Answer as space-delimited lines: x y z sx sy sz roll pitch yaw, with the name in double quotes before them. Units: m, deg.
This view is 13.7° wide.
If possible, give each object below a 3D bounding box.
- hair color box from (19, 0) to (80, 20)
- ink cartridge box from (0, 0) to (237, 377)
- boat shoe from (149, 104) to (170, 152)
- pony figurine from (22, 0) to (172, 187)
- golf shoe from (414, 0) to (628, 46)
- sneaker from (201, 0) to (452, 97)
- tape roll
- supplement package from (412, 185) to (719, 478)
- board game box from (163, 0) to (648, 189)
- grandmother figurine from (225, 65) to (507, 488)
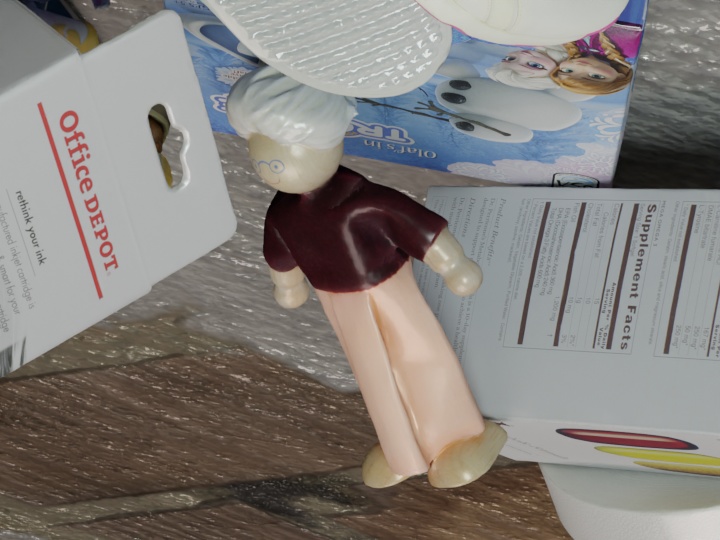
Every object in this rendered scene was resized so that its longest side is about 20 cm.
"hair color box" -0.226 -0.096 1.405 0.199 0.061 0.100 6 160 16
"ink cartridge box" -0.154 -0.022 1.128 0.067 0.200 0.116 37 150 46
"boat shoe" -0.157 -0.041 1.512 0.072 0.068 0.200 22 158 -24
"pony figurine" -0.173 -0.105 1.194 0.199 0.194 0.166 1 174 -43
"golf shoe" 0.044 -0.141 1.095 0.091 0.076 0.200 -12 152 43
"sneaker" -0.048 -0.143 1.148 0.200 0.082 0.074 33 116 -24
"tape roll" 0.184 0.070 1.446 0.202 0.203 0.037 -2 122 36
"supplement package" 0.129 0.029 1.352 0.199 0.110 0.114 2 166 40
"board game box" 0.018 -0.097 1.279 0.199 0.044 0.199 10 163 4
"grandmother figurine" 0.000 0.000 1.285 0.121 0.061 0.201 -10 117 35
